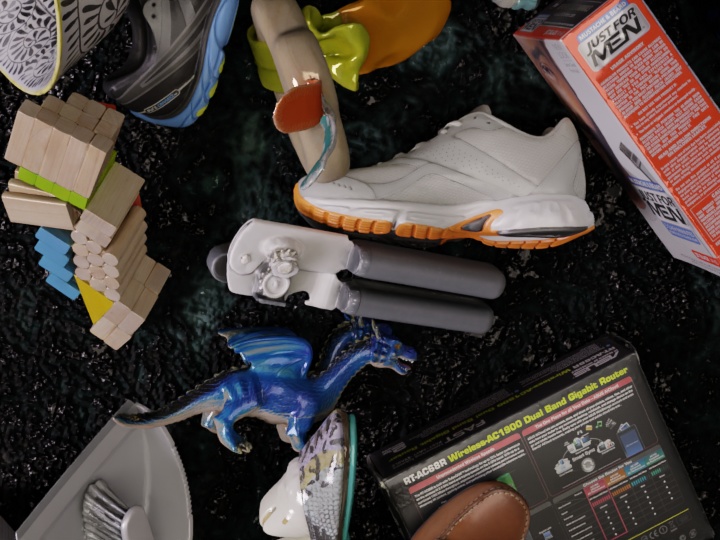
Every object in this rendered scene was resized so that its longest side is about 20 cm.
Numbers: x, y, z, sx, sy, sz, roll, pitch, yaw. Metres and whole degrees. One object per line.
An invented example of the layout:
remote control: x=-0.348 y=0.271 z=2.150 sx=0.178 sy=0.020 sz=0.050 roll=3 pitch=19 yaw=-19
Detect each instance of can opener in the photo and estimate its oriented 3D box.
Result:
can opener: x=0.000 y=0.000 z=1.140 sx=0.200 sy=0.066 sz=0.053 roll=10 pitch=109 yaw=-20

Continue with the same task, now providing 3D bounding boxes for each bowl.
bowl: x=-0.183 y=-0.214 z=1.014 sx=0.094 sy=0.201 sz=0.201 roll=-24 pitch=104 yaw=-25

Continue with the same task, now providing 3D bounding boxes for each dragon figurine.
dragon figurine: x=-0.065 y=0.067 z=1.137 sx=0.199 sy=0.059 sz=0.100 roll=6 pitch=97 yaw=-16

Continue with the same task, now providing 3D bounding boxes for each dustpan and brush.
dustpan and brush: x=-0.144 y=0.204 z=1.136 sx=0.057 sy=0.140 sz=0.200 roll=14 pitch=135 yaw=27

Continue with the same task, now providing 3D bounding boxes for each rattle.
rattle: x=0.006 y=-0.118 z=1.044 sx=0.142 sy=0.200 sz=0.131 roll=-4 pitch=96 yaw=-9

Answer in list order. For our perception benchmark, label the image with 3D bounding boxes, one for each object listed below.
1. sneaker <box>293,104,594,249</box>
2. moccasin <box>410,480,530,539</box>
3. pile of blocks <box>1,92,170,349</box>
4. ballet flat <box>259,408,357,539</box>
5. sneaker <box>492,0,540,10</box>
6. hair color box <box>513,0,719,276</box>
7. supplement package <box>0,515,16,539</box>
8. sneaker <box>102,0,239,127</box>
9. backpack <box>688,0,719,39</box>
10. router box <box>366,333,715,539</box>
sneaker: x=0.055 y=-0.065 z=1.140 sx=0.199 sy=0.076 sz=0.092 roll=1 pitch=79 yaw=-8
moccasin: x=0.043 y=0.223 z=1.101 sx=0.201 sy=0.078 sz=0.074 roll=-46 pitch=105 yaw=-15
pile of blocks: x=-0.172 y=-0.041 z=1.084 sx=0.082 sy=0.062 sz=0.200 roll=10 pitch=136 yaw=16
ballet flat: x=-0.033 y=0.175 z=1.130 sx=0.072 sy=0.072 sz=0.201 roll=-9 pitch=129 yaw=-9
sneaker: x=0.087 y=-0.271 z=1.099 sx=0.086 sy=0.078 sz=0.201 roll=4 pitch=99 yaw=-8
hair color box: x=0.194 y=-0.093 z=1.131 sx=0.064 sy=0.111 sz=0.200 roll=-38 pitch=103 yaw=-2
supplement package: x=-0.231 y=0.269 z=1.111 sx=0.121 sy=0.120 sz=0.200 roll=-38 pitch=104 yaw=-4
sneaker: x=-0.115 y=-0.191 z=1.077 sx=0.083 sy=0.071 sz=0.200 roll=12 pitch=100 yaw=-18
backpack: x=0.272 y=-0.232 z=1.075 sx=0.168 sy=0.200 sz=0.163 roll=43 pitch=91 yaw=-14
router box: x=0.124 y=0.156 z=1.186 sx=0.200 sy=0.062 sz=0.150 roll=-26 pitch=104 yaw=-5
